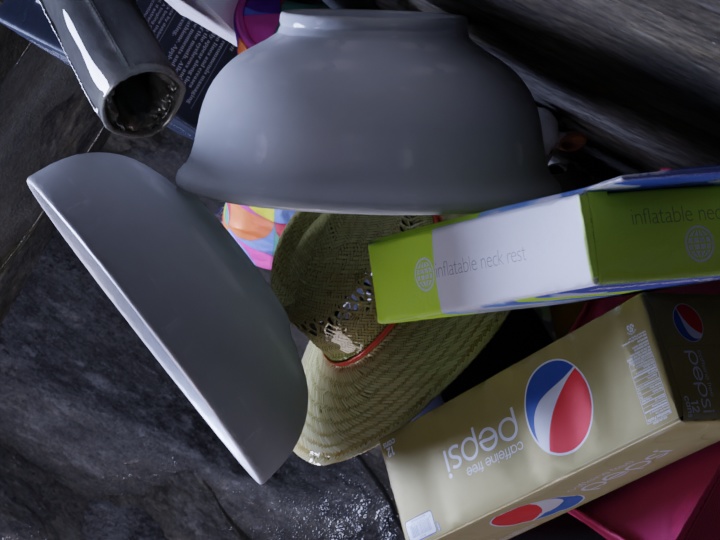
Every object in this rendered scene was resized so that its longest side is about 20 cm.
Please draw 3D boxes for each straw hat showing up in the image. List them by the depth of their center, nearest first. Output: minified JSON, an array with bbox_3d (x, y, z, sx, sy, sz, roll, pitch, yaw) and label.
[{"bbox_3d":[0.000,0.000,1.108,0.085,0.201,0.201,40,175,-23],"label":"straw hat"}]

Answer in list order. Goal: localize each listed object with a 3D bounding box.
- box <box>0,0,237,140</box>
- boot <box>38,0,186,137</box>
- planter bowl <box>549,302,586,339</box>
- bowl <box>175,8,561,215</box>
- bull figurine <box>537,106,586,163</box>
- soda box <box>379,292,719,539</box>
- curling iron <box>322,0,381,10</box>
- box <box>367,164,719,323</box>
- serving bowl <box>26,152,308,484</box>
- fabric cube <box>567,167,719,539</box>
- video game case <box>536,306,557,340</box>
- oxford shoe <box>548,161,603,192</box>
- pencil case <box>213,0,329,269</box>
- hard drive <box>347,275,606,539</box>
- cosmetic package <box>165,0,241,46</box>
[{"bbox_3d":[-0.137,-0.167,1.490,0.148,0.107,0.200,28,177,46],"label":"box"},{"bbox_3d":[-0.166,-0.171,1.228,0.200,0.072,0.182,53,-177,10],"label":"boot"},{"bbox_3d":[0.186,0.036,1.257,0.200,0.084,0.200,10,175,1],"label":"planter bowl"},{"bbox_3d":[0.005,-0.086,1.033,0.200,0.091,0.201,1,-170,0],"label":"bowl"},{"bbox_3d":[0.056,-0.065,1.239,0.065,0.122,0.200,5,-160,-34],"label":"bull figurine"},{"bbox_3d":[0.100,0.077,0.992,0.068,0.064,0.200,1,157,-40],"label":"soda box"},{"bbox_3d":[-0.029,-0.152,1.076,0.026,0.050,0.200,44,-170,35],"label":"curling iron"},{"bbox_3d":[0.106,-0.011,0.938,0.122,0.048,0.200,-6,177,-31],"label":"box"},{"bbox_3d":[-0.088,0.013,1.057,0.200,0.066,0.200,51,173,9],"label":"serving bowl"},{"bbox_3d":[0.229,0.089,1.079,0.199,0.200,0.196,31,180,-25],"label":"fabric cube"},{"bbox_3d":[0.163,0.053,1.344,0.199,0.023,0.182,9,-140,1],"label":"video game case"},{"bbox_3d":[0.144,-0.040,1.339,0.200,0.058,0.075,12,174,-42],"label":"oxford shoe"},{"bbox_3d":[-0.042,-0.085,1.237,0.088,0.088,0.200,30,144,14],"label":"pencil case"},{"bbox_3d":[0.079,0.083,1.203,0.134,0.042,0.200,5,-132,-37],"label":"hard drive"},{"bbox_3d":[-0.094,-0.182,1.203,0.082,0.051,0.200,34,179,17],"label":"cosmetic package"}]
